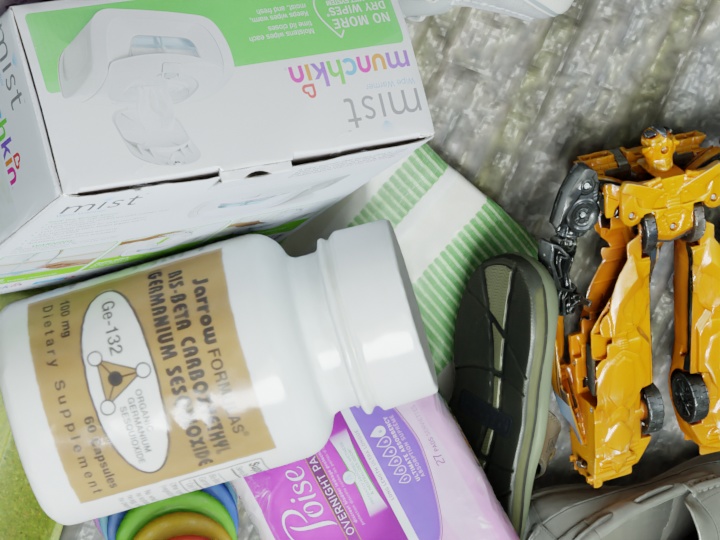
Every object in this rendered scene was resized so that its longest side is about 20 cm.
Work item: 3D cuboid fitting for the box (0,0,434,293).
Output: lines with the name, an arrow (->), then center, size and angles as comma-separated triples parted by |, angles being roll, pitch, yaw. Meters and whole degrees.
box -> -0.097, -0.062, 1.350 | 0.199, 0.176, 0.097 | -10, 78, -30

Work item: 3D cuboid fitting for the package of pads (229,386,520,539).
package of pads -> 0.002, 0.115, 1.477 | 0.120, 0.076, 0.201 | -28, 84, 0

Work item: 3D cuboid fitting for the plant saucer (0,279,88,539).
plant saucer -> -0.221, 0.084, 1.458 | 0.200, 0.048, 0.200 | -2, 119, -50

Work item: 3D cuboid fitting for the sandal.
sandal -> 0.081, 0.083, 1.530 | 0.057, 0.080, 0.202 | -13, 128, -40

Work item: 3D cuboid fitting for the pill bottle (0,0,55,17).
pill bottle -> -0.149, -0.168, 1.296 | 0.199, 0.112, 0.113 | -20, 116, -3

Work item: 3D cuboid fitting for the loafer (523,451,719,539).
loafer -> 0.178, 0.146, 1.592 | 0.199, 0.070, 0.070 | -10, 117, -22

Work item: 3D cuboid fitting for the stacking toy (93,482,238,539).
stacking toy -> -0.092, 0.145, 1.469 | 0.085, 0.200, 0.086 | -5, 114, -11

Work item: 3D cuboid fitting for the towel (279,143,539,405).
towel -> 0.000, 0.000, 1.527 | 0.200, 0.023, 0.153 | 39, 100, -23

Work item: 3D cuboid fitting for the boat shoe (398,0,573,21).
boat shoe -> 0.018, -0.159, 1.424 | 0.199, 0.072, 0.069 | 19, 112, -36

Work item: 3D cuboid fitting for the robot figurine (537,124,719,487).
robot figurine -> 0.157, 0.013, 1.541 | 0.144, 0.058, 0.201 | -12, 116, -19

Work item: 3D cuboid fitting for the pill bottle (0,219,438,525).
pill bottle -> -0.069, 0.045, 1.394 | 0.199, 0.114, 0.115 | -16, 116, 4
